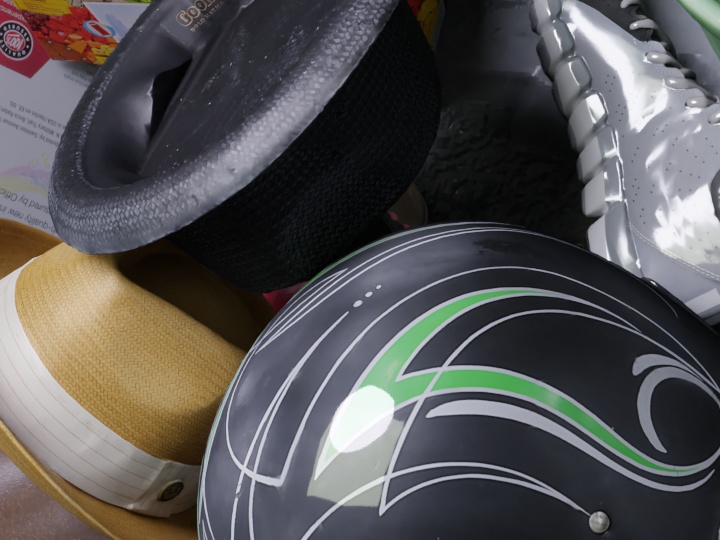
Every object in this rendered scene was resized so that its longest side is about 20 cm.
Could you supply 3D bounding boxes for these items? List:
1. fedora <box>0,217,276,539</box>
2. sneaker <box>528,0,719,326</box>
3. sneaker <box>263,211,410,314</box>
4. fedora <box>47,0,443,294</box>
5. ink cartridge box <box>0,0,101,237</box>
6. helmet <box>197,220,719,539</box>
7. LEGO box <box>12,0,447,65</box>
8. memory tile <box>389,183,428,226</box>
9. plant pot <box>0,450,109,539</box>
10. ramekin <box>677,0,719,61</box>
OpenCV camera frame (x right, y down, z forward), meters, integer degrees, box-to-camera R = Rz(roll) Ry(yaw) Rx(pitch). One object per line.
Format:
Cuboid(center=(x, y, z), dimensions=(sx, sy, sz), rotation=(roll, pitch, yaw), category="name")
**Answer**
Cuboid(center=(-0.088, 0.031, 0.913), dimensions=(0.082, 0.200, 0.201), rotation=(-42, 51, 19), category="fedora")
Cuboid(center=(0.145, -0.072, 0.923), dimensions=(0.115, 0.075, 0.201), rotation=(-21, 70, 27), category="sneaker")
Cuboid(center=(0.000, 0.000, 0.993), dimensions=(0.079, 0.095, 0.201), rotation=(116, 142, -61), category="sneaker")
Cuboid(center=(-0.028, -0.063, 0.869), dimensions=(0.200, 0.092, 0.201), rotation=(-31, 31, 21), category="fedora")
Cuboid(center=(-0.193, -0.038, 1.132), dimensions=(0.083, 0.146, 0.201), rotation=(4, 75, 44), category="ink cartridge box")
Cuboid(center=(0.035, 0.080, 0.838), dimensions=(0.190, 0.200, 0.201), rotation=(13, 78, -2), category="helmet")
Cuboid(center=(-0.069, -0.156, 1.025), dimensions=(0.199, 0.149, 0.077), rotation=(8, 68, 17), category="LEGO box")
Cuboid(center=(-0.044, 0.045, 1.020), dimensions=(0.153, 0.017, 0.201), rotation=(-1, 68, 10), category="memory tile")
Cuboid(center=(-0.212, 0.166, 0.969), dimensions=(0.200, 0.198, 0.201), rotation=(29, 130, 42), category="plant pot")
Cuboid(center=(0.212, -0.138, 0.836), dimensions=(0.199, 0.098, 0.201), rotation=(-11, 58, 18), category="ramekin")
